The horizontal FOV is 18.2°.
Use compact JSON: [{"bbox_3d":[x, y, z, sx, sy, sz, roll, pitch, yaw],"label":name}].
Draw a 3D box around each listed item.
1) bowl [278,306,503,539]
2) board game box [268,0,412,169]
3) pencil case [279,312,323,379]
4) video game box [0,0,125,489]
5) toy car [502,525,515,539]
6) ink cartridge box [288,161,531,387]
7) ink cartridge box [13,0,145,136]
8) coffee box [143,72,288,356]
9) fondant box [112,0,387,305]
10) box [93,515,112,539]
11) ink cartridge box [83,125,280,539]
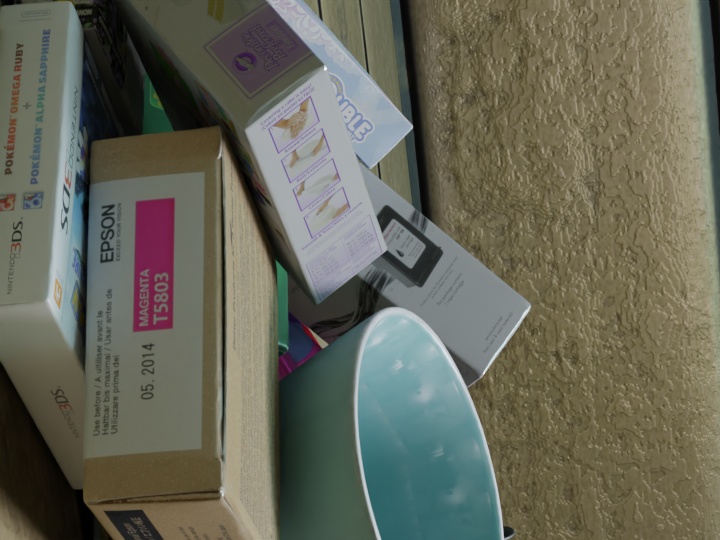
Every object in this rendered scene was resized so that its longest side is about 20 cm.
[{"bbox_3d":[-0.003,0.130,1.296,0.201,0.104,0.202,48,34,-49],"label":"bowl"},{"bbox_3d":[-0.065,-0.171,1.424,0.200,0.043,0.199,46,4,-21],"label":"board game box"},{"bbox_3d":[-0.048,0.079,1.517,0.200,0.088,0.089,53,-11,30],"label":"pencil case"},{"bbox_3d":[-0.152,-0.010,1.184,0.200,0.046,0.183,74,15,-58],"label":"video game box"},{"bbox_3d":[0.031,0.230,1.905,0.164,0.198,0.159,-42,127,-82],"label":"toy car"},{"bbox_3d":[0.000,0.000,1.468,0.067,0.200,0.116,-52,-177,-26],"label":"ink cartridge box"},{"bbox_3d":[-0.154,-0.183,1.271,0.109,0.050,0.201,74,13,-58],"label":"ink cartridge box"},{"bbox_3d":[-0.103,-0.047,1.383,0.123,0.044,0.201,20,55,-38],"label":"coffee box"},{"bbox_3d":[-0.062,-0.088,1.229,0.144,0.058,0.200,49,-9,27],"label":"fondant box"},{"bbox_3d":[-0.103,0.221,1.284,0.137,0.040,0.201,42,40,-53],"label":"box"},{"bbox_3d":[-0.090,0.051,1.167,0.165,0.075,0.201,70,17,-64],"label":"ink cartridge box"}]
